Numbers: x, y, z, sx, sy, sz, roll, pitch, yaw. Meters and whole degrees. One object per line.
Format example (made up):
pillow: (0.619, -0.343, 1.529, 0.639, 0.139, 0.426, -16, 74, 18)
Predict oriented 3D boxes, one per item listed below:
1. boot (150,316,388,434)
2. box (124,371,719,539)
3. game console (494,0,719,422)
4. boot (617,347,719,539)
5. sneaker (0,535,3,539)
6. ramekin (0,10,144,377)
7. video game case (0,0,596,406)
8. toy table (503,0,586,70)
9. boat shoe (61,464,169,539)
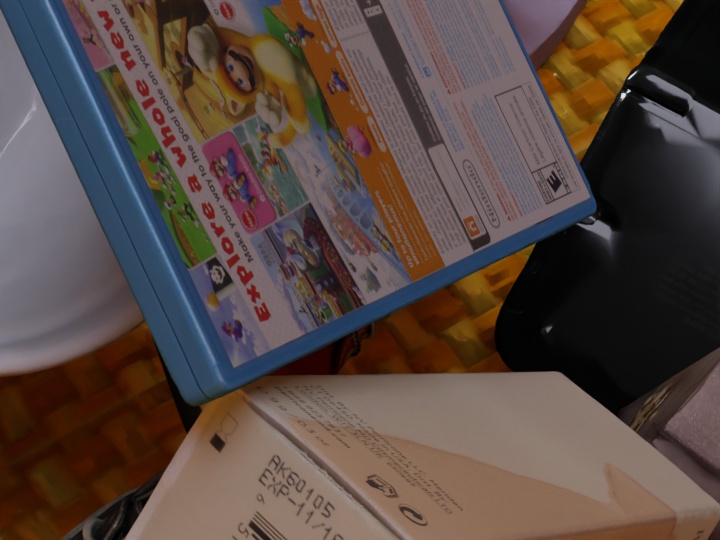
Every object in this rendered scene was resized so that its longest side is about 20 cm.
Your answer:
boot: (0.000, 0.000, 0.763, 0.143, 0.073, 0.200, -15, 22, -3)
box: (0.019, 0.088, 0.688, 0.078, 0.095, 0.200, 39, 19, 26)
game console: (0.174, 0.005, 0.866, 0.199, 0.116, 0.177, 29, 89, 7)
boot: (0.191, 0.068, 0.774, 0.200, 0.064, 0.187, 35, 85, 13)
sneaker: (-0.169, 0.032, 0.793, 0.077, 0.073, 0.201, 1, 55, -31)
ramekin: (-0.132, -0.072, 0.679, 0.105, 0.201, 0.200, 4, 42, 50)
video game case: (-0.014, -0.056, 0.663, 0.200, 0.018, 0.144, -24, 89, -53)
toy table: (0.025, -0.147, 0.893, 0.183, 0.117, 0.200, 26, 59, 10)
boat shoe: (-0.069, 0.098, 0.752, 0.200, 0.071, 0.072, -38, 69, -25)
